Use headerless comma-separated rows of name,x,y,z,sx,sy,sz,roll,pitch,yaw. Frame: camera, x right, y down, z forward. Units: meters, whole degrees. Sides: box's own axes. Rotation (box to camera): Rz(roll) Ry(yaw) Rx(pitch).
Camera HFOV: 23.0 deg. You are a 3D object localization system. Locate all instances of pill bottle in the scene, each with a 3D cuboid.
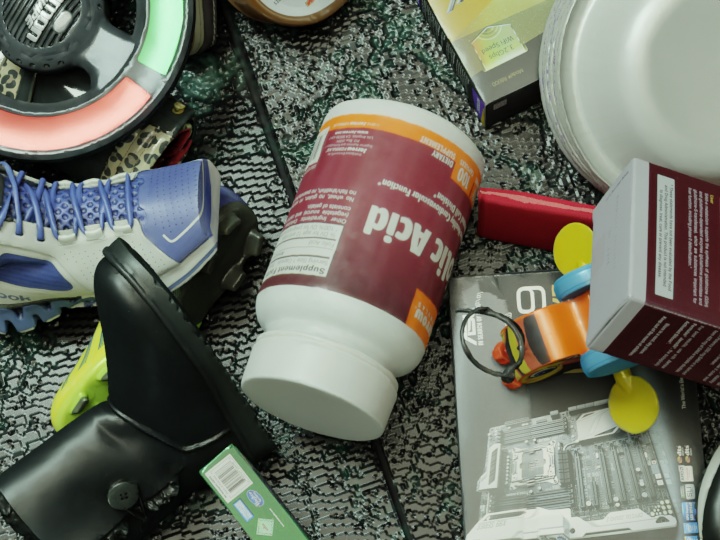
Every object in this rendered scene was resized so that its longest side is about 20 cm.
pill bottle,0.000,0.000,1.145,0.114,0.114,0.200,16,69,8

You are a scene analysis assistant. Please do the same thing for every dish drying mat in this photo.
dish drying mat,0.176,-0.022,1.172,0.200,0.077,0.018,11,72,6

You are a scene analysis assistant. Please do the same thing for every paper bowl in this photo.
paper bowl,0.223,-0.131,1.151,0.201,0.104,0.201,-1,97,-8

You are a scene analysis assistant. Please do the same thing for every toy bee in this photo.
toy bee,0.132,0.033,1.107,0.200,0.109,0.131,11,66,-20

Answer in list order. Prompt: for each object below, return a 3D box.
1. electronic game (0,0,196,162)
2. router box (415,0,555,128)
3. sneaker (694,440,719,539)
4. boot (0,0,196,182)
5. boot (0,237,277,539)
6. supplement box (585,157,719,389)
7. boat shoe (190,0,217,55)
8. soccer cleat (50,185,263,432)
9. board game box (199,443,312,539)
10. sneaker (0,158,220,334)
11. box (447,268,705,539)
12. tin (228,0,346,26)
electronic game,-0.208,-0.170,1.177,0.200,0.042,0.200,-1,82,5
router box,0.138,-0.215,1.236,0.200,0.052,0.157,-27,76,-3
sneaker,0.291,0.110,1.100,0.200,0.090,0.070,-45,111,-21
boot,-0.169,-0.150,1.227,0.154,0.073,0.204,31,88,11
boot,-0.162,0.097,1.115,0.168,0.200,0.076,-35,39,-8
supplement box,0.238,0.018,1.053,0.200,0.061,0.109,18,52,-11
boat shoe,-0.116,-0.251,1.254,0.065,0.072,0.200,-4,82,-30
soccer cleat,-0.146,0.027,1.198,0.084,0.065,0.200,31,83,41
board game box,-0.020,0.202,1.097,0.029,0.135,0.200,-38,76,-7
sneaker,-0.196,-0.027,1.143,0.199,0.115,0.081,-19,53,21
box,0.140,0.100,1.156,0.158,0.050,0.200,-3,75,2
tin,-0.070,-0.255,1.202,0.112,0.042,0.200,-41,121,-9
